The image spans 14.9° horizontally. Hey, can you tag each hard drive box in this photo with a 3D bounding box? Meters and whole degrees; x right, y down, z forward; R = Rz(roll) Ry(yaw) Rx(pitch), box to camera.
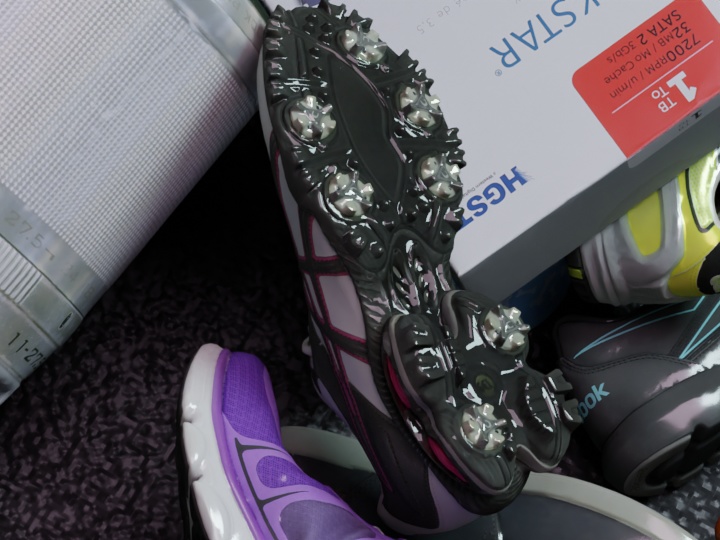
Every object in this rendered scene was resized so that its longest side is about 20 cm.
[{"bbox_3d":[0.049,-0.112,1.074,0.156,0.077,0.200,-36,75,0],"label":"hard drive box"}]

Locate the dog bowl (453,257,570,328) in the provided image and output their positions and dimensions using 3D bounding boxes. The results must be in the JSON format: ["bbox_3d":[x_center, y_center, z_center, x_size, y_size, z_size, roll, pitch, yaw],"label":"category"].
[{"bbox_3d":[0.069,-0.058,1.187,0.111,0.050,0.200,35,55,10],"label":"dog bowl"}]

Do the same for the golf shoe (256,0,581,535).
[{"bbox_3d":[0.000,0.000,0.992,0.077,0.088,0.201,-8,68,-37],"label":"golf shoe"}]

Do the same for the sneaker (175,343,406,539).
[{"bbox_3d":[-0.014,0.109,0.976,0.083,0.081,0.200,-14,52,-14],"label":"sneaker"}]

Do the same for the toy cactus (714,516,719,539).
[{"bbox_3d":[0.190,0.160,1.023,0.199,0.103,0.165,3,18,-2],"label":"toy cactus"}]

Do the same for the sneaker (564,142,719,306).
[{"bbox_3d":[0.154,-0.062,1.142,0.076,0.076,0.201,10,58,29],"label":"sneaker"}]

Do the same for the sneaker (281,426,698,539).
[{"bbox_3d":[0.034,0.132,1.023,0.199,0.075,0.107,9,58,26],"label":"sneaker"}]

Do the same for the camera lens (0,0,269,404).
[{"bbox_3d":[-0.141,-0.062,1.034,0.160,0.160,0.200,38,82,12],"label":"camera lens"}]

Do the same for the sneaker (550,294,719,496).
[{"bbox_3d":[0.169,0.019,1.148,0.199,0.076,0.079,-23,63,-27],"label":"sneaker"}]
